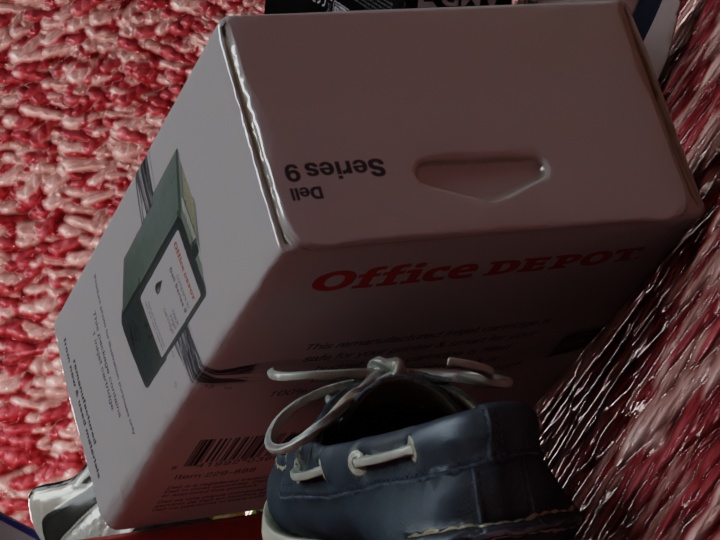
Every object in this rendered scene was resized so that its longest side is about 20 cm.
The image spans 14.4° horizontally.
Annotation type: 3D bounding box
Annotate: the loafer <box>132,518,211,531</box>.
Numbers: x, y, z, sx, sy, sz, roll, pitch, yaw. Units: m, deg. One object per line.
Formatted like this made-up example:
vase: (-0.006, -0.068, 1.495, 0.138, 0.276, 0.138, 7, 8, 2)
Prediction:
loafer: (-0.085, 0.191, 1.117, 0.070, 0.068, 0.201, 108, 170, -59)

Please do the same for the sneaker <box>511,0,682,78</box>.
sneaker: (0.052, -0.047, 1.136, 0.201, 0.080, 0.076, -61, 6, 24)

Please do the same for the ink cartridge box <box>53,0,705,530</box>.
ink cartridge box: (0.000, 0.000, 0.927, 0.200, 0.145, 0.084, -54, 47, 54)

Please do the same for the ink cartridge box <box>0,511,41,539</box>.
ink cartridge box: (-0.165, 0.214, 1.229, 0.201, 0.196, 0.043, -63, 5, -22)

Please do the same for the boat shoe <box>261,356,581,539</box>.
boat shoe: (0.012, 0.057, 0.817, 0.200, 0.074, 0.062, -163, 66, -80)

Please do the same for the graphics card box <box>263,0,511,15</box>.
graphics card box: (0.002, -0.040, 1.101, 0.125, 0.051, 0.201, -141, 51, -59)

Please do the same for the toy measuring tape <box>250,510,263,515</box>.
toy measuring tape: (-0.001, 0.057, 1.206, 0.074, 0.073, 0.200, -57, -3, 41)

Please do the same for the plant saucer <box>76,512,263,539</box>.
plant saucer: (-0.057, 0.114, 0.869, 0.200, 0.199, 0.037, -58, -41, -81)

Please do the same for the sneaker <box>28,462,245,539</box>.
sneaker: (-0.070, 0.048, 1.237, 0.200, 0.087, 0.076, -56, -23, -15)
